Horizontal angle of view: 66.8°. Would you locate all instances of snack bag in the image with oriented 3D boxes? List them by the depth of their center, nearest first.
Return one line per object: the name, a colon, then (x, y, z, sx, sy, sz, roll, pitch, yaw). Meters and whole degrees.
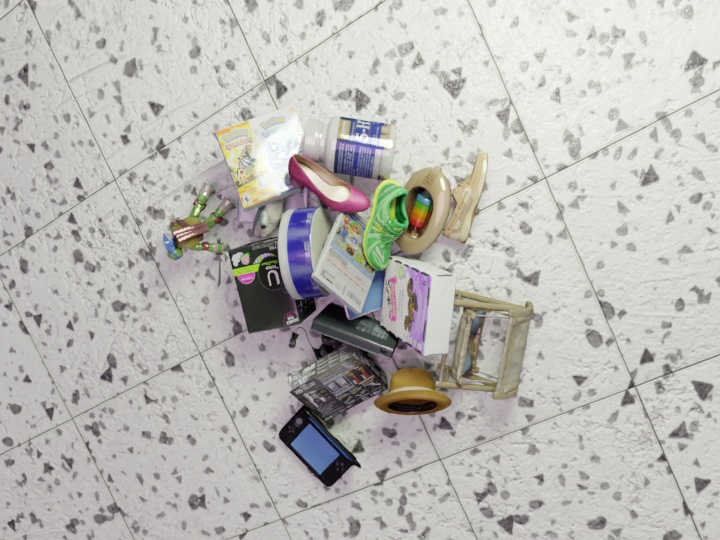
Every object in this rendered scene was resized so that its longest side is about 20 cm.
snack bag: (-0.218, -0.207, 1.332, 0.193, 0.021, 0.195, 4, 102, 13)

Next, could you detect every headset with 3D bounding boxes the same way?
headset: (-0.076, 0.189, 1.333, 0.194, 0.094, 0.127, 17, 104, -2)

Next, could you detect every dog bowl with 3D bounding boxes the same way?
dog bowl: (-0.116, -0.040, 1.245, 0.076, 0.200, 0.207, -4, 100, 13)

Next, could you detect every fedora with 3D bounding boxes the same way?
fedora: (0.121, 0.282, 1.283, 0.194, 0.201, 0.084, -7, 62, 14)

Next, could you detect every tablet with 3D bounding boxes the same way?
tablet: (0.000, 0.000, 1.286, 0.127, 0.014, 0.206, -17, 98, -24)

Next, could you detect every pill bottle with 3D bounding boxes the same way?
pill bottle: (-0.023, -0.272, 1.204, 0.193, 0.120, 0.124, 8, 102, -1)

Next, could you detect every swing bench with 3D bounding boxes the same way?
swing bench: (0.279, 0.165, 1.226, 0.194, 0.130, 0.206, 9, 102, 11)

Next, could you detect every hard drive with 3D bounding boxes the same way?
hard drive: (-0.006, 0.138, 1.283, 0.195, 0.140, 0.034, 20, 106, 9)

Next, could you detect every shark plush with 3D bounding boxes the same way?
shark plush: (-0.229, -0.178, 1.298, 0.082, 0.090, 0.207, 11, 111, 41)

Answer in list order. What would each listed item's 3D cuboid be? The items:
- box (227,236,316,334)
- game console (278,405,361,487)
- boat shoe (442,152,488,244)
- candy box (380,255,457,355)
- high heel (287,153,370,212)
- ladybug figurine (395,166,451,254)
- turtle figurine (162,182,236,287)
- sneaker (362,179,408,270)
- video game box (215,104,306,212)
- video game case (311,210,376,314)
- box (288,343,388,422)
box: (-0.210, 0.028, 1.320, 0.144, 0.124, 0.206, -10, 99, 16)
game console: (-0.108, 0.451, 1.378, 0.200, 0.116, 0.176, 44, 106, 3)
boat shoe: (0.232, -0.163, 1.206, 0.063, 0.071, 0.206, 17, 105, 9)
candy box: (0.123, 0.071, 1.211, 0.069, 0.199, 0.174, -1, 103, -25)
high heel: (-0.066, -0.191, 1.187, 0.196, 0.096, 0.069, 26, 67, 2)
ladybug figurine: (0.144, -0.133, 1.219, 0.135, 0.071, 0.204, 40, 119, 33)
turtle figurine: (-0.399, -0.103, 1.368, 0.142, 0.200, 0.196, 31, 82, 34)
sneaker: (0.058, -0.093, 1.204, 0.083, 0.073, 0.206, 27, 116, 44)
video game box: (-0.207, -0.257, 1.247, 0.195, 0.047, 0.187, -22, 88, -13)
video game case: (-0.021, -0.027, 1.217, 0.142, 0.204, 0.018, 40, 145, -27)
box: (-0.054, 0.273, 1.325, 0.197, 0.050, 0.158, -31, 126, 16)
